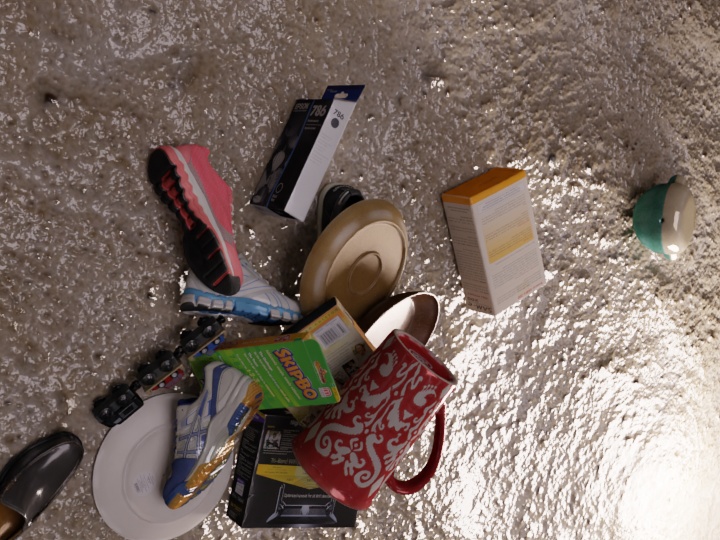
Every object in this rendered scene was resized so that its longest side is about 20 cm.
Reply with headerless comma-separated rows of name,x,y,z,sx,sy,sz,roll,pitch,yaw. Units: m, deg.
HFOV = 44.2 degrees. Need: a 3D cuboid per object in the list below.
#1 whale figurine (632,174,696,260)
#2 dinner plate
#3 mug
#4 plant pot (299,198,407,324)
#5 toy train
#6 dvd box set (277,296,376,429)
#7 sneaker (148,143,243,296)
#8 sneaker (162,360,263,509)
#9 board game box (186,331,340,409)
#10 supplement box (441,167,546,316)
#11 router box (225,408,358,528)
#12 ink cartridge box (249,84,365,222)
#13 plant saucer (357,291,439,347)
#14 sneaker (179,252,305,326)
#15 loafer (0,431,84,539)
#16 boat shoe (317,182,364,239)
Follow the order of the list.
whale figurine,0.575,-0.100,1.665,0.199,0.103,0.162,-14,107,-59
dinner plate,-0.251,0.262,1.161,0.198,0.024,0.203,-7,102,-34
mug,0.034,0.191,1.151,0.201,0.133,0.177,-52,140,10
plant pot,0.000,0.000,1.212,0.199,0.027,0.202,-30,136,-34
toy train,-0.245,0.126,1.108,0.199,0.034,0.046,-39,131,-6
dvd box set,-0.035,0.151,1.195,0.146,0.029,0.201,-35,113,7
sneaker,-0.181,-0.070,1.095,0.086,0.073,0.202,-25,90,-43
sneaker,-0.205,0.208,1.135,0.201,0.088,0.075,-57,167,7
board game box,-0.122,0.132,1.133,0.030,0.198,0.097,-52,129,-53
supplement box,0.214,-0.047,1.410,0.125,0.073,0.203,-27,113,-30
router box,-0.082,0.283,1.268,0.198,0.052,0.160,13,90,-37
ink cartridge box,-0.071,-0.165,1.167,0.039,0.099,0.202,30,80,-34
plant saucer,0.034,0.104,1.289,0.199,0.037,0.202,-35,147,-26
sneaker,-0.145,0.024,1.169,0.199,0.074,0.088,16,68,-44
loafer,-0.396,0.274,1.026,0.200,0.072,0.073,-48,121,-20
boat shoe,-0.021,-0.019,1.250,0.071,0.067,0.203,-12,108,-37
